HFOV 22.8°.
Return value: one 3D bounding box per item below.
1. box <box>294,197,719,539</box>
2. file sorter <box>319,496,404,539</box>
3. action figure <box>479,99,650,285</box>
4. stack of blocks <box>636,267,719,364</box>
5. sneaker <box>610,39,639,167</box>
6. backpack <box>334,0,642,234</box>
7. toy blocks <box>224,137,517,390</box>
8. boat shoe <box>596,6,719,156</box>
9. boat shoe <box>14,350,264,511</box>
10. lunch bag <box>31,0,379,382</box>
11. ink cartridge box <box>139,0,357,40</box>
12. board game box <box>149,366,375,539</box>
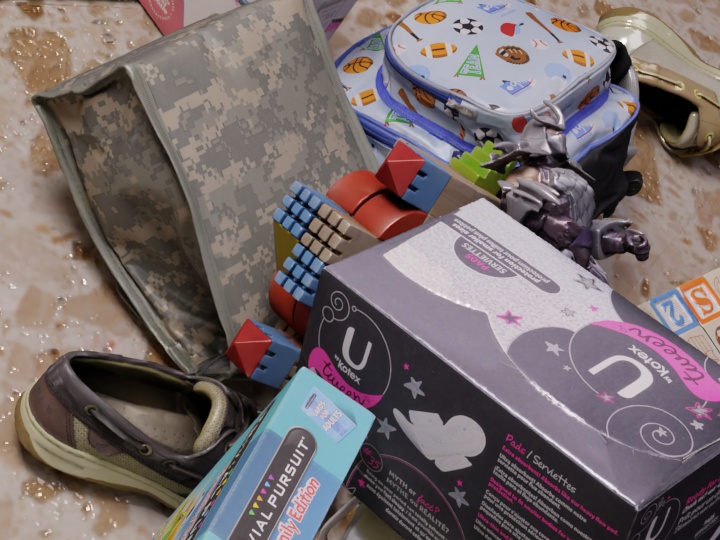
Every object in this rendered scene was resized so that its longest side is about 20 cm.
[{"bbox_3d":[0.081,0.073,0.887,0.200,0.115,0.132,38,41,27],"label":"box"},{"bbox_3d":[0.029,0.193,0.972,0.138,0.125,0.200,37,47,-5],"label":"file sorter"},{"bbox_3d":[0.121,0.000,1.011,0.130,0.069,0.202,6,72,-49],"label":"action figure"},{"bbox_3d":[0.203,0.075,1.112,0.199,0.059,0.116,-21,72,-40],"label":"stack of blocks"},{"bbox_3d":[0.145,-0.149,1.297,0.075,0.116,0.201,-14,67,-38],"label":"sneaker"},{"bbox_3d":[0.068,-0.093,1.173,0.189,0.155,0.200,20,33,29],"label":"backpack"},{"bbox_3d":[0.000,0.000,1.015,0.136,0.201,0.100,26,11,-49],"label":"toy blocks"},{"bbox_3d":[0.255,-0.124,1.388,0.199,0.074,0.067,30,68,-19],"label":"boat shoe"},{"bbox_3d":[-0.092,0.095,1.005,0.199,0.065,0.074,15,49,-27],"label":"boat shoe"},{"bbox_3d":[-0.077,-0.048,1.079,0.164,0.117,0.201,-34,106,-43],"label":"lunch bag"},{"bbox_3d":[-0.058,-0.206,1.150,0.067,0.200,0.117,-26,74,-42],"label":"ink cartridge box"},{"bbox_3d":[-0.082,0.157,0.875,0.047,0.200,0.151,35,46,-5],"label":"board game box"}]
